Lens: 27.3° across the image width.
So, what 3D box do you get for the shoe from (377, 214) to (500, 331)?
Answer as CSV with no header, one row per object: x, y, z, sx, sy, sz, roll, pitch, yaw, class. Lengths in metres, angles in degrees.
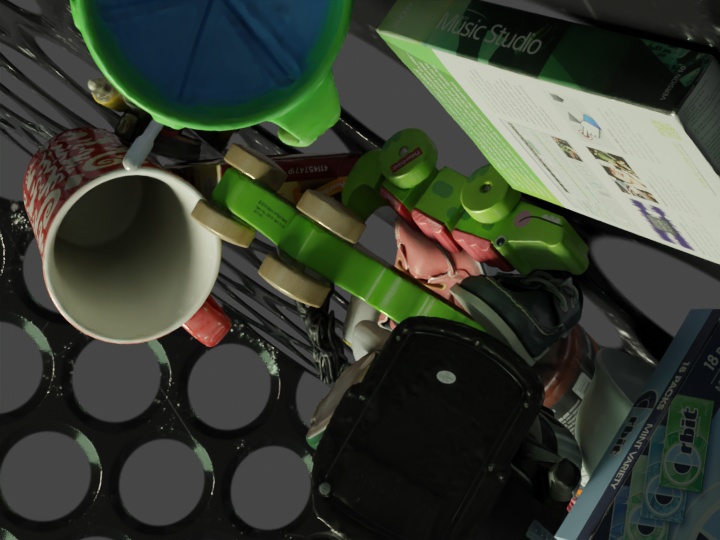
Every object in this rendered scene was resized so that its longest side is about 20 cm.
0.054,0.010,1.150,0.071,0.091,0.200,31,170,25,shoe

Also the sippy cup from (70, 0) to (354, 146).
-0.084,-0.148,0.757,0.139,0.179,0.130,-7,-164,-15,sippy cup

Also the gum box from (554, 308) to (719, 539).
0.243,0.150,0.915,0.200,0.170,0.045,37,167,-16,gum box

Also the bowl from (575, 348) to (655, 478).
0.222,0.151,1.046,0.201,0.091,0.201,34,-166,-10,bowl

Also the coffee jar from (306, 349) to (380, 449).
0.060,0.158,1.238,0.200,0.086,0.104,35,147,-9,coffee jar

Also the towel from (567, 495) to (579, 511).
0.216,0.225,1.025,0.146,0.030,0.200,29,-166,-15,towel

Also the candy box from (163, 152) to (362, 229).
-0.082,-0.065,1.201,0.115,0.056,0.200,-6,-174,-19,candy box

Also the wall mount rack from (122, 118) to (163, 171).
-0.140,-0.157,0.852,0.200,0.075,0.174,38,-152,-17,wall mount rack

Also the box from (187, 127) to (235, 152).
-0.134,-0.154,1.148,0.117,0.048,0.200,37,174,-7,box

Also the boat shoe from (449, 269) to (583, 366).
0.110,0.019,0.973,0.073,0.062,0.200,47,-173,12,boat shoe

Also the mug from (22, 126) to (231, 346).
-0.195,-0.020,1.177,0.200,0.133,0.178,-139,33,-62,mug

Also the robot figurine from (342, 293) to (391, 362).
0.072,0.066,1.313,0.169,0.113,0.200,-2,-159,-42,robot figurine

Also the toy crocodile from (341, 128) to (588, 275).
0.064,-0.038,0.958,0.200,0.062,0.068,27,168,42,toy crocodile

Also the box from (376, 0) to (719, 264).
0.113,-0.067,0.711,0.200,0.036,0.144,24,166,47,box

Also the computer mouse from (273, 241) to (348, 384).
-0.045,-0.003,1.393,0.139,0.052,0.201,79,172,-65,computer mouse

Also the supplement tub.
0.177,0.117,1.210,0.200,0.107,0.107,42,169,-38,supplement tub

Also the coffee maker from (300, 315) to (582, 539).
0.048,0.144,0.946,0.135,0.192,0.200,52,-179,28,coffee maker

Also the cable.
-0.163,-0.123,1.222,0.097,0.051,0.200,24,-176,1,cable

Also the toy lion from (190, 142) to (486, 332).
0.000,0.000,1.032,0.191,0.069,0.200,29,-177,-34,toy lion

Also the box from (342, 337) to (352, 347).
0.076,0.105,1.665,0.200,0.064,0.070,28,168,45,box
